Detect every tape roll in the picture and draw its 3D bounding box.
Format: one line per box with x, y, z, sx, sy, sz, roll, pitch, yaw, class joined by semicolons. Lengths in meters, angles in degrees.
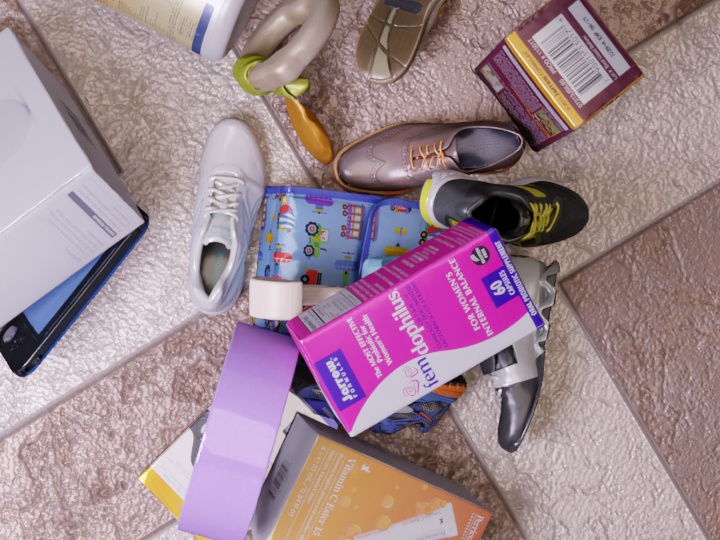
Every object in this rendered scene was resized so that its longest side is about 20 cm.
-0.113;0.153;1.395;0.065;0.200;0.202;16;88;-2;tape roll

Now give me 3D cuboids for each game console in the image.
-0.328;-0.024;1.468;0.118;0.171;0.200;40;87;-29;game console

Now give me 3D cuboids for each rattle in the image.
-0.028;-0.236;1.511;0.142;0.130;0.201;35;61;-13;rattle

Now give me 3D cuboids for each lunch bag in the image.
0.000;0.000;1.510;0.198;0.094;0.152;6;91;-18;lunch bag

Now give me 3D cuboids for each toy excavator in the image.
0.013;0.027;1.429;0.198;0.194;0.101;2;96;18;toy excavator

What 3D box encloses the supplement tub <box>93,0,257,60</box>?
-0.195;-0.311;1.462;0.199;0.144;0.145;27;88;-3;supplement tub

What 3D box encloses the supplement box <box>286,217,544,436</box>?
0.046;0.048;1.327;0.199;0.103;0.102;-30;101;-4;supplement box

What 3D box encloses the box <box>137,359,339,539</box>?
-0.114;0.181;1.514;0.200;0.041;0.119;-44;92;-6;box

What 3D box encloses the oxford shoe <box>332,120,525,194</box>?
0.069;-0.121;1.511;0.198;0.073;0.072;-12;90;-3;oxford shoe

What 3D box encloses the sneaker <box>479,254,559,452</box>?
0.144;0.082;1.517;0.088;0.074;0.202;9;79;-4;sneaker

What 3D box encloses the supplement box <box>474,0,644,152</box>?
0.189;-0.193;1.457;0.085;0.200;0.111;-38;92;-4;supplement box

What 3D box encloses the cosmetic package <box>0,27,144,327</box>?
-0.347;-0.080;1.414;0.199;0.123;0.200;-35;60;1;cosmetic package

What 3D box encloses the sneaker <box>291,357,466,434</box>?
0.016;0.127;1.474;0.199;0.075;0.079;10;112;-33;sneaker

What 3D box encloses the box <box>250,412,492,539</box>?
0.008;0.243;1.469;0.199;0.097;0.125;25;91;-16;box

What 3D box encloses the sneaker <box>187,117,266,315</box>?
-0.134;-0.055;1.496;0.070;0.080;0.202;6;87;-2;sneaker

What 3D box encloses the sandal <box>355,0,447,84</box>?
0.057;-0.273;1.521;0.080;0.054;0.201;25;80;16;sandal

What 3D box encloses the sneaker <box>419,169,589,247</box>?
0.155;-0.051;1.482;0.199;0.085;0.075;2;107;-31;sneaker
